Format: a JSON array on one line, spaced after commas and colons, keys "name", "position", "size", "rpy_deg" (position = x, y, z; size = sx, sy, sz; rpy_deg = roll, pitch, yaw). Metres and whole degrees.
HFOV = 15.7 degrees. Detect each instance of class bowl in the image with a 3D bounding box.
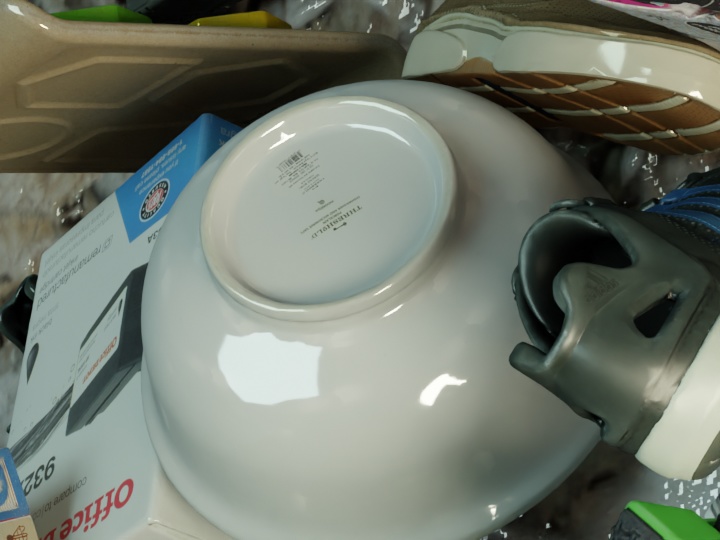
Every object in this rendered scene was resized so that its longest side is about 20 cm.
[{"name": "bowl", "position": [0.000, 0.000, 0.955], "size": [0.200, 0.090, 0.202], "rpy_deg": [-9, 54, 12]}]

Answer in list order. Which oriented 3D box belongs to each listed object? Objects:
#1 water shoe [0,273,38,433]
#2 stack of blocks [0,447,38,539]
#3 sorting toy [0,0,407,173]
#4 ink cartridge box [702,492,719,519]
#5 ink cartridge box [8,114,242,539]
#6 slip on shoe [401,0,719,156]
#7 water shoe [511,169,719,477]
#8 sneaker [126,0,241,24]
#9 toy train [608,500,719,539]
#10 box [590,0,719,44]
[{"name": "water shoe", "position": [-0.130, 0.093, 1.213], "size": [0.072, 0.079, 0.201], "rpy_deg": [-45, 45, 38]}, {"name": "stack of blocks", "position": [-0.163, 0.178, 0.990], "size": [0.059, 0.115, 0.201], "rpy_deg": [-29, 76, 44]}, {"name": "sorting toy", "position": [-0.107, -0.078, 1.129], "size": [0.185, 0.199, 0.037], "rpy_deg": [-24, 68, 50]}, {"name": "ink cartridge box", "position": [0.156, 0.133, 0.779], "size": [0.200, 0.084, 0.145], "rpy_deg": [-60, 36, 23]}, {"name": "ink cartridge box", "position": [-0.081, 0.059, 1.102], "size": [0.145, 0.084, 0.201], "rpy_deg": [-35, 39, 43]}, {"name": "slip on shoe", "position": [0.083, -0.086, 0.976], "size": [0.061, 0.076, 0.200], "rpy_deg": [-65, 23, -6]}, {"name": "water shoe", "position": [0.093, -0.003, 0.843], "size": [0.072, 0.079, 0.200], "rpy_deg": [-59, 3, 17]}, {"name": "sneaker", "position": [-0.070, -0.176, 1.238], "size": [0.200, 0.060, 0.105], "rpy_deg": [-15, 71, 56]}, {"name": "toy train", "position": [0.068, 0.160, 0.775], "size": [0.042, 0.056, 0.201], "rpy_deg": [39, 112, 54]}, {"name": "box", "position": [0.114, -0.147, 0.836], "size": [0.115, 0.199, 0.133], "rpy_deg": [14, 90, 57]}]
